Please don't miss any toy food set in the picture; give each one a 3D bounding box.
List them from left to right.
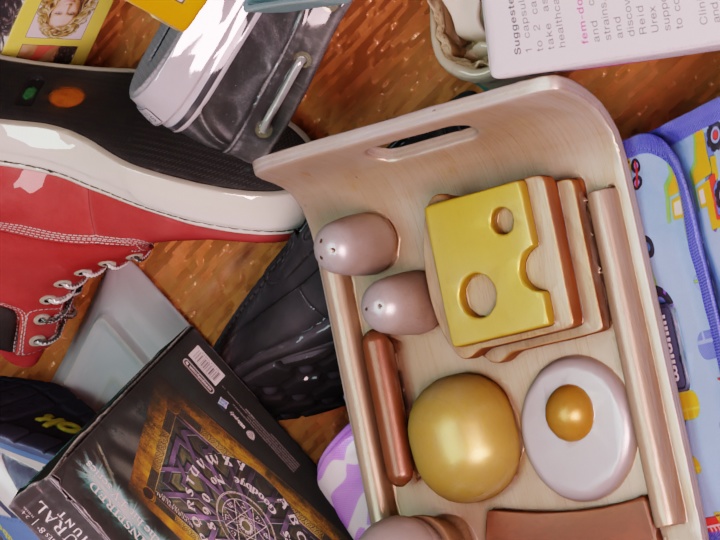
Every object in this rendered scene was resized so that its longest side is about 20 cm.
[{"bbox_3d":[0.036,0.042,0.956,0.143,0.060,0.201,-14,85,37],"label":"toy food set"}]

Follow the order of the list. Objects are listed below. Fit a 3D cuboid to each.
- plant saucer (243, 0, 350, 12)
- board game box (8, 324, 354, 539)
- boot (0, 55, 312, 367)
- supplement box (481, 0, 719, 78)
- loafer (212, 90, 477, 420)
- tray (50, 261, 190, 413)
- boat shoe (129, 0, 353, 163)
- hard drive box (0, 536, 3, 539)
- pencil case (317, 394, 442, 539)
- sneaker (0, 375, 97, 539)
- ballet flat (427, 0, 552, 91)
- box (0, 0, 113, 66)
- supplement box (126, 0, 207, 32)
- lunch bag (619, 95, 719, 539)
[{"bbox_3d":[0.012,-0.184,0.972,0.070,0.019,0.201,4,72,65],"label":"plant saucer"},{"bbox_3d":[-0.034,0.128,1.034,0.200,0.135,0.028,49,121,-3],"label":"board game box"},{"bbox_3d":[-0.107,-0.012,1.160,0.199,0.073,0.145,11,129,16],"label":"boot"},{"bbox_3d":[0.142,-0.127,0.895,0.199,0.101,0.104,-7,93,42],"label":"supplement box"},{"bbox_3d":[0.000,0.000,1.077,0.200,0.068,0.071,-40,51,44],"label":"loafer"},{"bbox_3d":[-0.076,0.096,1.187,0.200,0.022,0.108,47,126,25],"label":"tray"},{"bbox_3d":[-0.014,-0.134,1.058,0.201,0.071,0.072,-56,21,13],"label":"boat shoe"},{"bbox_3d":[-0.207,0.177,1.244,0.156,0.076,0.201,-59,42,35],"label":"hard drive box"},{"bbox_3d":[0.064,0.130,1.033,0.085,0.084,0.201,-33,72,-2],"label":"pencil case"},{"bbox_3d":[-0.137,0.103,1.181,0.199,0.074,0.083,25,116,37],"label":"sneaker"},{"bbox_3d":[0.050,-0.164,0.995,0.069,0.069,0.201,8,103,41],"label":"ballet flat"},{"bbox_3d":[-0.170,-0.093,1.210,0.075,0.050,0.201,53,129,35],"label":"box"},{"bbox_3d":[-0.062,-0.210,0.995,0.200,0.108,0.110,-51,24,31],"label":"supplement box"},{"bbox_3d":[0.145,0.015,0.945,0.200,0.094,0.152,-22,83,55],"label":"lunch bag"}]
